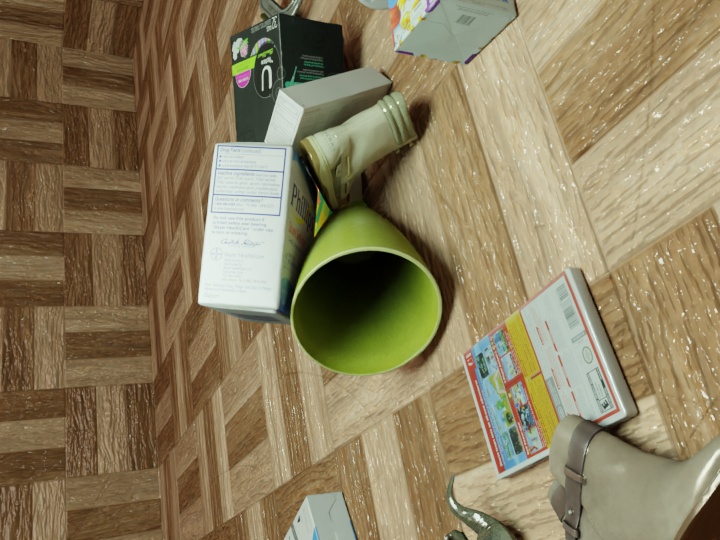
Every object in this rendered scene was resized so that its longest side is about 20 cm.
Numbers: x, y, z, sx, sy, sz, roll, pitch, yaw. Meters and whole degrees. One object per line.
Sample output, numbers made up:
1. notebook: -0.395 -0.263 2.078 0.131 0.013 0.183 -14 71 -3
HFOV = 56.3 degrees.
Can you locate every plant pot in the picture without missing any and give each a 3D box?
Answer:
1. plant pot: 0.000 0.000 0.890 0.201 0.183 0.190 -99 23 -57

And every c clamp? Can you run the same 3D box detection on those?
1. c clamp: -0.138 -0.557 1.271 0.172 0.027 0.201 -51 45 22

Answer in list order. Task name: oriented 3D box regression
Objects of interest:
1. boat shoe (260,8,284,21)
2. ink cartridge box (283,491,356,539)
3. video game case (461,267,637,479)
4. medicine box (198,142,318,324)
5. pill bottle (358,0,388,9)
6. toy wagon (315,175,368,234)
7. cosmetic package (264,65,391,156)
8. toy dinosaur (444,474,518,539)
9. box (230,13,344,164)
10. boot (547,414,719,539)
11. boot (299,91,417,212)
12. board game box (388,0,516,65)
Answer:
1. boat shoe: -0.145 -0.442 1.291 0.202 0.072 0.064 -124 16 -47
2. ink cartridge box: -0.074 0.472 1.111 0.202 0.067 0.117 -67 34 38
3. video game case: 0.177 0.110 0.676 0.200 0.017 0.145 -52 45 50
4. medicine box: -0.126 -0.040 0.879 0.182 0.101 0.205 56 -142 -79
5. pill bottle: 0.004 -0.458 0.937 0.202 0.109 0.113 65 143 42
6. toy wagon: -0.034 -0.124 1.082 0.156 0.039 0.203 58 139 47
7. cosmetic package: -0.041 -0.222 0.931 0.051 0.199 0.083 41 131 16
8. toy dinosaur: 0.143 0.314 0.700 0.102 0.076 0.204 -33 54 45
9. box: -0.110 -0.267 1.038 0.147 0.123 0.205 2 97 50
10. boot: 0.215 0.167 0.538 0.146 0.069 0.204 48 134 51
11. boot: 0.003 -0.160 0.923 0.073 0.153 0.200 58 177 13
12. board game box: 0.092 -0.358 0.766 0.103 0.103 0.204 -31 61 59
